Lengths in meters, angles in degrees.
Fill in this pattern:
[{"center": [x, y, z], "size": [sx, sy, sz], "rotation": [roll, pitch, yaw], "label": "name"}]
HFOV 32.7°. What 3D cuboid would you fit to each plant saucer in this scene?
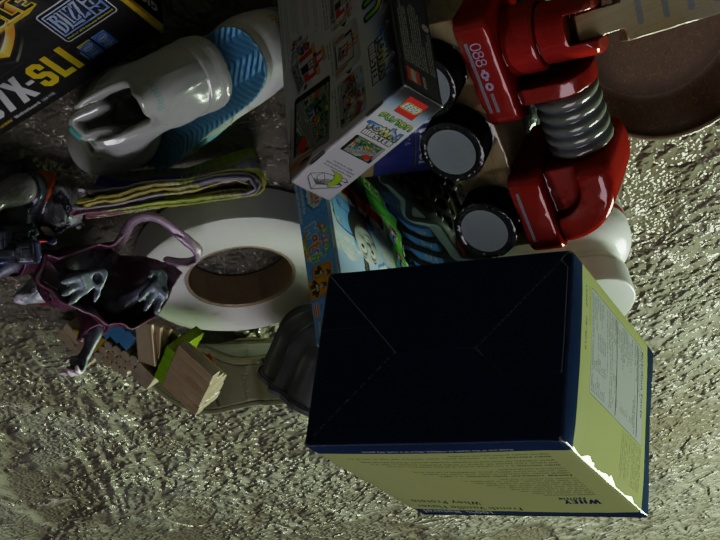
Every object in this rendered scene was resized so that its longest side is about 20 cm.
[{"center": [0.220, -0.197, 0.892], "size": [0.198, 0.037, 0.203], "rotation": [-7, 113, -17], "label": "plant saucer"}]

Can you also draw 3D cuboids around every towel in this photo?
[{"center": [-0.145, -0.071, 0.963], "size": [0.142, 0.023, 0.200], "rotation": [-9, -169, -3], "label": "towel"}]

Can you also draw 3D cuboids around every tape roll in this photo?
[{"center": [-0.117, -0.007, 1.176], "size": [0.200, 0.037, 0.204], "rotation": [-7, 149, -4], "label": "tape roll"}]

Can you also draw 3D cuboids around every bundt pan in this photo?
[{"center": [0.005, 0.086, 1.176], "size": [0.200, 0.202, 0.077], "rotation": [9, 105, -26], "label": "bundt pan"}]

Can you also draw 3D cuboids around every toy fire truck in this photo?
[{"center": [0.149, -0.120, 0.821], "size": [0.198, 0.129, 0.177], "rotation": [-8, 123, 31], "label": "toy fire truck"}]

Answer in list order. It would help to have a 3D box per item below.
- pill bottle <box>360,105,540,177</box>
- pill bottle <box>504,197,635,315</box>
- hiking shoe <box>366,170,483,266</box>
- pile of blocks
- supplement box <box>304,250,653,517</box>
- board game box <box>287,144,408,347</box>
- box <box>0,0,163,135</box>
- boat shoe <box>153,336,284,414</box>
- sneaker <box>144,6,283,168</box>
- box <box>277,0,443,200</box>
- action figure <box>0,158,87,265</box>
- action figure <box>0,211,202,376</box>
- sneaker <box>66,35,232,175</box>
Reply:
[{"center": [0.074, -0.137, 0.951], "size": [0.197, 0.113, 0.112], "rotation": [-7, 148, -4], "label": "pill bottle"}, {"center": [0.158, -0.050, 1.019], "size": [0.111, 0.202, 0.113], "rotation": [-9, 146, -6], "label": "pill bottle"}, {"center": [0.055, -0.037, 1.077], "size": [0.200, 0.075, 0.086], "rotation": [44, 129, -12], "label": "hiking shoe"}, {"center": [-0.206, 0.069, 1.216], "size": [0.198, 0.062, 0.083], "rotation": [18, 122, 26], "label": "pile of blocks"}, {"center": [0.097, 0.095, 0.921], "size": [0.198, 0.136, 0.200], "rotation": [-5, 154, 29], "label": "supplement box"}, {"center": [0.000, 0.000, 1.062], "size": [0.036, 0.202, 0.151], "rotation": [-22, 146, 21], "label": "board game box"}, {"center": [-0.262, -0.178, 0.859], "size": [0.198, 0.050, 0.159], "rotation": [-26, 146, 24], "label": "box"}, {"center": [-0.129, 0.110, 1.317], "size": [0.197, 0.076, 0.068], "rotation": [2, -169, 17], "label": "boat shoe"}, {"center": [-0.116, -0.136, 0.931], "size": [0.199, 0.077, 0.081], "rotation": [-17, -166, 43], "label": "sneaker"}, {"center": [-0.007, -0.158, 0.809], "size": [0.034, 0.202, 0.110], "rotation": [23, 137, -36], "label": "box"}, {"center": [-0.306, -0.057, 0.977], "size": [0.191, 0.106, 0.199], "rotation": [4, -179, -32], "label": "action figure"}, {"center": [-0.258, 0.002, 1.100], "size": [0.134, 0.150, 0.199], "rotation": [45, 158, -24], "label": "action figure"}, {"center": [-0.178, -0.109, 0.879], "size": [0.088, 0.076, 0.199], "rotation": [-34, -172, -38], "label": "sneaker"}]
